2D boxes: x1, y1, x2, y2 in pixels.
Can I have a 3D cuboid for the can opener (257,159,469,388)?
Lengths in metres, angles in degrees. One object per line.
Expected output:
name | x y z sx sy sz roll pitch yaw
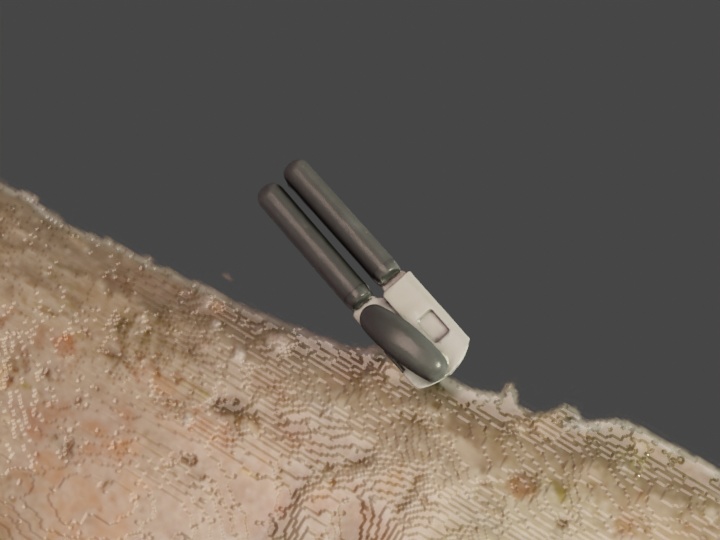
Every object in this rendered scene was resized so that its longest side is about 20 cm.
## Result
can opener | 0.000 0.000 1.518 0.053 0.067 0.200 -41 75 0
